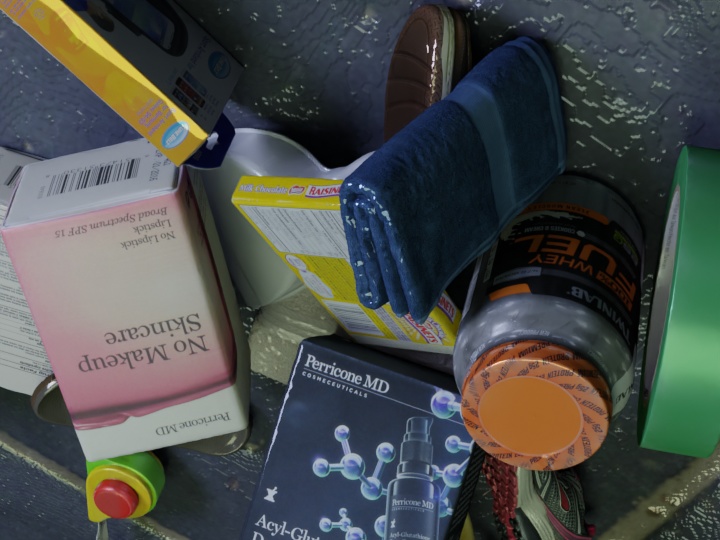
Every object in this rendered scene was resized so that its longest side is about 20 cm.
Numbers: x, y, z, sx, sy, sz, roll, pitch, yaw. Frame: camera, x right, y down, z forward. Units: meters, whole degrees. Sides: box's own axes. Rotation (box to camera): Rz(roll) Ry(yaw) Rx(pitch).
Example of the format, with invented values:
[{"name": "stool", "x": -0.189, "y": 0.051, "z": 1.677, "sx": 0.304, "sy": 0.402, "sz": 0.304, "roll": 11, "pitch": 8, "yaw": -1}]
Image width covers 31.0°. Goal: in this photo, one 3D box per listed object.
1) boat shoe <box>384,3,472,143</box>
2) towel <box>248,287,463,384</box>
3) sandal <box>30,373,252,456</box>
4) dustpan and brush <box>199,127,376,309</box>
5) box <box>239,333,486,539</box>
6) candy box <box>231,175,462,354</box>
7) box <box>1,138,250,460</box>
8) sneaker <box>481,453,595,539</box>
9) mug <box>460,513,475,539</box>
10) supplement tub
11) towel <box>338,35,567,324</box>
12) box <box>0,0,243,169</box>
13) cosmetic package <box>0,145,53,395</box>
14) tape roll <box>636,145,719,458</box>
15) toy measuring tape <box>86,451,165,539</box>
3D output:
[{"name": "boat shoe", "x": 0.060, "y": -0.092, "z": 0.920, "sx": 0.074, "sy": 0.075, "sz": 0.204, "roll": -7, "pitch": 125, "yaw": -23}, {"name": "towel", "x": 0.006, "y": 0.066, "z": 1.064, "sx": 0.198, "sy": 0.035, "sz": 0.133, "roll": 21, "pitch": 128, "yaw": 1}, {"name": "sandal", "x": -0.181, "y": 0.129, "z": 1.111, "sx": 0.199, "sy": 0.055, "sz": 0.082, "roll": 23, "pitch": 118, "yaw": -29}, {"name": "dustpan and brush", "x": -0.044, "y": -0.054, "z": 0.956, "sx": 0.199, "sy": 0.057, "sz": 0.140, "roll": -13, "pitch": 107, "yaw": 53}, {"name": "box", "x": 0.006, "y": 0.167, "z": 0.982, "sx": 0.147, "sy": 0.107, "sz": 0.202, "roll": 17, "pitch": 92, "yaw": 13}, {"name": "candy box", "x": 0.000, "y": 0.000, "z": 0.912, "sx": 0.101, "sy": 0.027, "sz": 0.200, "roll": 3, "pitch": 150, "yaw": 31}, {"name": "box", "x": -0.164, "y": 0.019, "z": 0.949, "sx": 0.127, "sy": 0.109, "sz": 0.202, "roll": -12, "pitch": 119, "yaw": 2}, {"name": "sneaker", "x": 0.143, "y": 0.167, "z": 1.078, "sx": 0.074, "sy": 0.081, "sz": 0.201, "roll": -27, "pitch": 128, "yaw": -12}, {"name": "mug", "x": 0.010, "y": 0.261, "z": 1.146, "sx": 0.186, "sy": 0.150, "sz": 0.153, "roll": 44, "pitch": 134, "yaw": -10}, {"name": "supplement tub", "x": 0.131, "y": 0.034, "z": 0.896, "sx": 0.121, "sy": 0.201, "sz": 0.123, "roll": 7, "pitch": 128, "yaw": 10}, {"name": "towel", "x": 0.069, "y": -0.063, "z": 0.846, "sx": 0.048, "sy": 0.200, "sz": 0.112, "roll": 18, "pitch": 137, "yaw": 38}, {"name": "box", "x": -0.156, "y": -0.157, "z": 0.886, "sx": 0.200, "sy": 0.119, "sz": 0.041, "roll": 40, "pitch": 118, "yaw": -16}, {"name": "cosmetic package", "x": -0.274, "y": 0.007, "z": 1.076, "sx": 0.104, "sy": 0.071, "sz": 0.201, "roll": 17, "pitch": 129, "yaw": 1}, {"name": "tape roll", "x": 0.221, "y": 0.021, "z": 0.860, "sx": 0.048, "sy": 0.201, "sz": 0.202, "roll": 8, "pitch": 128, "yaw": 9}, {"name": "toy measuring tape", "x": -0.219, "y": 0.225, "z": 1.229, "sx": 0.073, "sy": 0.074, "sz": 0.201, "roll": 11, "pitch": 128, "yaw": 8}]
